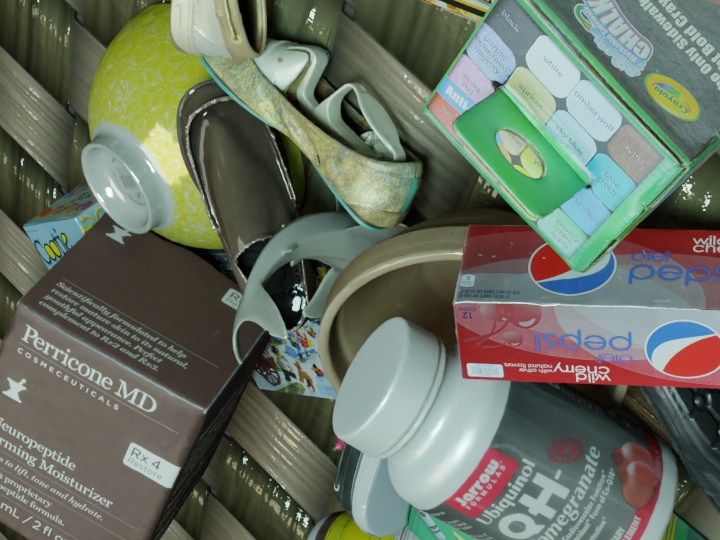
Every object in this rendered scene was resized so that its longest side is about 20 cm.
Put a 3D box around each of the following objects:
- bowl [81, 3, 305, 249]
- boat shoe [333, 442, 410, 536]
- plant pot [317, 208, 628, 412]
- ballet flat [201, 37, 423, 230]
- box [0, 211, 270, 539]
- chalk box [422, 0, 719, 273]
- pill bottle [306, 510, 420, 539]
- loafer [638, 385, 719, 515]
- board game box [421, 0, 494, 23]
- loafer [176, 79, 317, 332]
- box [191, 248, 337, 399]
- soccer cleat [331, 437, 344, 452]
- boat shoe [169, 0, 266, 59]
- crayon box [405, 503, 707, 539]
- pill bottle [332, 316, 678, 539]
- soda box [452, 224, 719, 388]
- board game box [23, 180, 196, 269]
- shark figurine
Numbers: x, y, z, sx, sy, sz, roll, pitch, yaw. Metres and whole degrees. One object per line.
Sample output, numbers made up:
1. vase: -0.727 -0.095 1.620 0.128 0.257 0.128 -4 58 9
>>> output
1. bowl: -0.148 -0.090 1.366 0.199 0.107 0.201 35 146 28
2. boat shoe: 0.026 0.089 1.274 0.056 0.068 0.202 28 103 51
3. plant pot: 0.076 0.027 1.154 0.199 0.093 0.202 6 137 6
4. ballet flat: -0.029 -0.114 1.225 0.200 0.070 0.071 46 150 20
5. box: -0.190 0.099 1.392 0.165 0.164 0.201 29 123 4
6. chalk box: 0.124 -0.093 0.891 0.125 0.200 0.124 48 150 6
7. pill bottle: 0.059 0.238 1.387 0.198 0.109 0.110 -7 119 30
8. loafer: 0.220 0.108 1.087 0.201 0.068 0.070 49 148 -18
9. board game box: 0.035 -0.229 1.022 0.199 0.046 0.153 28 142 35
10. loafer: -0.072 -0.042 1.280 0.071 0.072 0.201 -125 12 -68
11. box: -0.043 0.036 1.422 0.199 0.038 0.137 2 123 54
12. soccer cleat: 0.031 0.143 1.415 0.070 0.086 0.200 58 173 0
13. boat shoe: -0.081 -0.229 1.168 0.069 0.074 0.201 16 129 12
14. crayon box: 0.143 0.191 1.249 0.200 0.119 0.059 38 148 22
15. pill bottle: 0.086 0.109 1.089 0.199 0.112 0.111 29 155 -18
16. soda box: 0.155 0.020 1.010 0.198 0.070 0.064 2 132 13
17. board game box: -0.179 0.017 1.524 0.104 0.103 0.201 -4 119 54
18. shark figurine: -0.012 -0.012 1.232 0.089 0.214 0.130 -10 88 35
